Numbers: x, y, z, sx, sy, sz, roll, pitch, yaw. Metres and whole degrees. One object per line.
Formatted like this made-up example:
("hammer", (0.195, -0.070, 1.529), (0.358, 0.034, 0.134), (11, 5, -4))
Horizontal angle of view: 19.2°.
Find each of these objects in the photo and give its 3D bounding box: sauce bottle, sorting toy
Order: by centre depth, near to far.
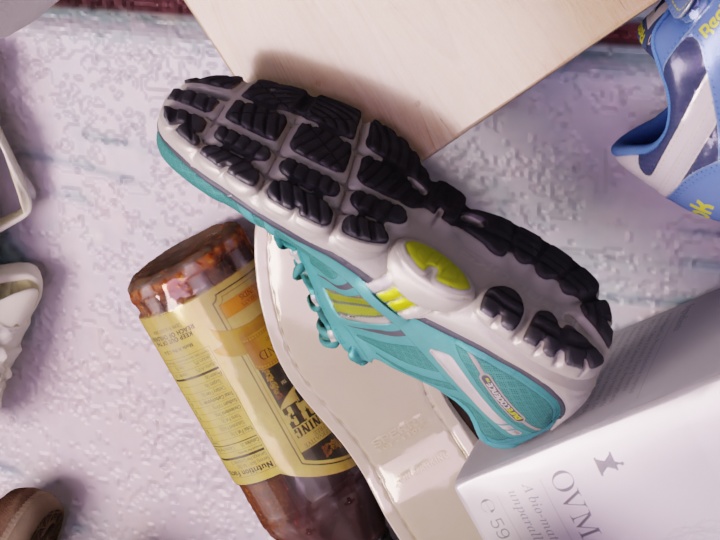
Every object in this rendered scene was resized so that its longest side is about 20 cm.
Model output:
("sorting toy", (0.019, -0.160, 0.839), (0.198, 0.070, 0.200), (-33, 90, 28))
("sauce bottle", (-0.032, 0.076, 0.964), (0.066, 0.066, 0.201), (-24, 104, 26))

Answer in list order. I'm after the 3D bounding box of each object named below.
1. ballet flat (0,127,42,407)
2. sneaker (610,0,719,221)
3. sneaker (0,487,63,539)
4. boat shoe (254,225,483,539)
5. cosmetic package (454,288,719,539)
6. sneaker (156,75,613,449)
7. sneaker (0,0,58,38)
("ballet flat", (-0.181, -0.010, 0.985), (0.071, 0.072, 0.201), (1, 113, 19))
("sneaker", (0.152, -0.108, 0.818), (0.082, 0.074, 0.201), (19, 115, 14))
("sneaker", (-0.223, 0.171, 1.067), (0.075, 0.070, 0.200), (38, 118, 5))
("boat shoe", (0.015, 0.043, 0.932), (0.072, 0.060, 0.201), (-26, 102, 15))
("cosmetic package", (0.180, 0.112, 0.869), (0.199, 0.123, 0.200), (-26, 101, 25))
("sneaker", (0.000, 0.000, 0.820), (0.200, 0.078, 0.080), (36, 128, 0))
("sneaker", (-0.148, -0.202, 0.896), (0.088, 0.075, 0.201), (24, 110, 20))
